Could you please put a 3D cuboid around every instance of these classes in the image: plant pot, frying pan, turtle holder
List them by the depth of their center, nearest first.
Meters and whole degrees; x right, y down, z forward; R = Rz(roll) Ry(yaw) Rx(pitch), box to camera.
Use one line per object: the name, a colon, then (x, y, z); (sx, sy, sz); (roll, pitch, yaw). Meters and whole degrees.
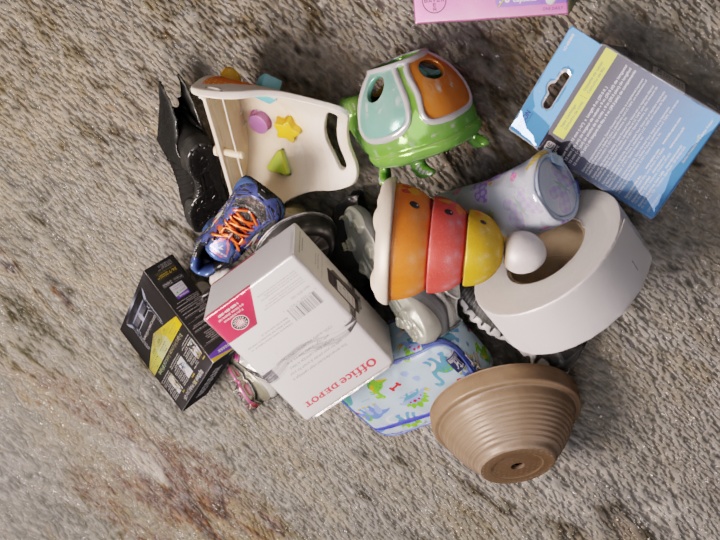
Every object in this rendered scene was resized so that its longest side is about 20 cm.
turtle holder: (0.060, -0.192, 1.167); (0.140, 0.185, 0.133); (-25, 106, -8)
frying pan: (-0.113, -0.017, 1.223); (0.188, 0.031, 0.116); (-18, 143, -18)
plant pot: (0.193, 0.212, 1.251); (0.198, 0.093, 0.202); (-4, 142, -3)

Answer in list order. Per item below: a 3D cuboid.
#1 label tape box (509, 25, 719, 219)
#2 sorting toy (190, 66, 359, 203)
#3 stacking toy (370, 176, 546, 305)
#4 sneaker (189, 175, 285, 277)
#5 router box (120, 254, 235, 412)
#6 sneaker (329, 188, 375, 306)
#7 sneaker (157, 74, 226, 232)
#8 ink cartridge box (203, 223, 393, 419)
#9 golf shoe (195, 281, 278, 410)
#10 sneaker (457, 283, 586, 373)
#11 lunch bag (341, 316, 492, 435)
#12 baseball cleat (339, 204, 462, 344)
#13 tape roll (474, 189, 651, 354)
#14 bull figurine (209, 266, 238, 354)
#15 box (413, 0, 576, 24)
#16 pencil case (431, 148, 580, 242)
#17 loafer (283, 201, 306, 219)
label tape box: (0.296, -0.176, 1.126); (0.199, 0.066, 0.144); (33, 118, 5)
sorting toy: (-0.092, -0.165, 1.207); (0.178, 0.107, 0.201); (9, 139, 17)
stacking toy: (0.113, -0.029, 1.109); (0.197, 0.146, 0.148); (4, 114, 3)
sneaker: (-0.158, -0.047, 1.220); (0.075, 0.079, 0.200); (35, 143, -9)
router box: (-0.258, 0.092, 1.359); (0.158, 0.052, 0.200); (52, 146, 8)
sneaker: (0.001, -0.001, 1.296); (0.103, 0.060, 0.201); (-20, 101, 29)
sneaker: (-0.230, -0.152, 1.296); (0.104, 0.060, 0.201); (52, 154, 30)
ink cartridge box: (-0.073, 0.067, 1.204); (0.145, 0.084, 0.200); (-34, 116, 16)
golf shoe: (-0.174, 0.096, 1.398); (0.092, 0.073, 0.201); (-31, 97, -5)
sneaker: (0.210, 0.056, 1.253); (0.199, 0.067, 0.091); (37, 114, -4)
lunch bag: (0.073, 0.141, 1.300); (0.198, 0.083, 0.161); (-21, 132, 25)
baseball cleat: (0.057, -0.004, 1.227); (0.201, 0.106, 0.070); (61, 152, 9)
tape roll: (0.235, 0.000, 1.136); (0.201, 0.203, 0.071); (-29, 117, 26)
bull figurine: (-0.118, 0.065, 1.304); (0.198, 0.065, 0.122); (17, 136, 10)
box: (0.146, -0.384, 1.066); (0.174, 0.097, 0.202); (2, 112, 17)
pencil case: (0.164, -0.076, 1.166); (0.199, 0.083, 0.092); (-21, 78, 46)
loafer: (-0.105, -0.013, 1.323); (0.075, 0.069, 0.201); (24, 133, 0)
